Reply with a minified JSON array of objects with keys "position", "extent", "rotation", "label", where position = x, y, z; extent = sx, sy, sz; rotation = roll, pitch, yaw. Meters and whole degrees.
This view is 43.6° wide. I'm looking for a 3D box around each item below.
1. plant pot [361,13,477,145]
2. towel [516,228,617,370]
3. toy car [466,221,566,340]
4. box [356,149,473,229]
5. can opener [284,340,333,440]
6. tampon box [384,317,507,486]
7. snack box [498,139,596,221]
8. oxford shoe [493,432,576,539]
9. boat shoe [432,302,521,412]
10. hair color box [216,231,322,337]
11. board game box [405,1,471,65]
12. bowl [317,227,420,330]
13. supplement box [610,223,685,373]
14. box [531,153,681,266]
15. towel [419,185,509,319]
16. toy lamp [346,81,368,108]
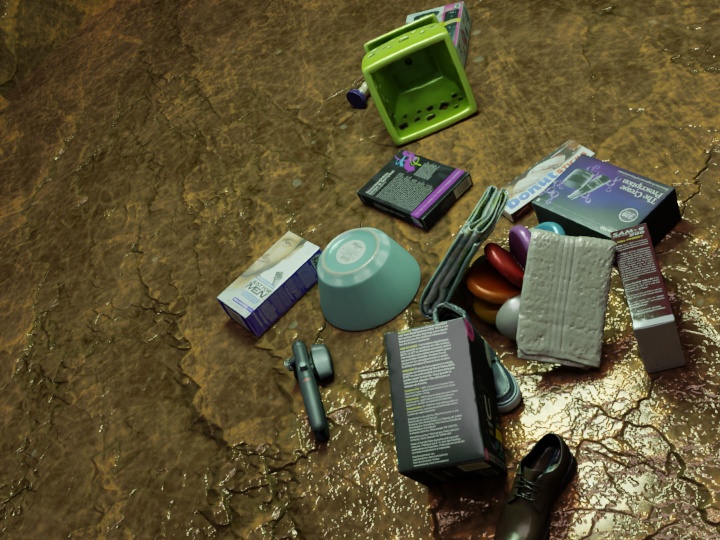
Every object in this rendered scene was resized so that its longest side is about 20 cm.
[{"position":[0.118,-0.422,1.934],"extent":[0.198,0.201,0.182],"rotation":[-22,35,9],"label":"plant pot"},{"position":[0.309,0.045,1.361],"extent":[0.131,0.034,0.202],"rotation":[9,91,9],"label":"towel"},{"position":[0.262,-0.003,1.450],"extent":[0.199,0.150,0.175],"rotation":[-29,40,0],"label":"toy car"},{"position":[0.106,-0.165,1.795],"extent":[0.143,0.036,0.199],"rotation":[-44,44,-18],"label":"box"},{"position":[-0.083,0.195,1.512],"extent":[0.078,0.064,0.201],"rotation":[-21,41,8],"label":"can opener"},{"position":[0.123,0.191,1.284],"extent":[0.125,0.150,0.202],"rotation":[-12,67,17],"label":"tampon box"},{"position":[0.339,-0.168,1.672],"extent":[0.199,0.024,0.072],"rotation":[-36,42,-8],"label":"snack box"},{"position":[0.223,0.304,1.210],"extent":[0.072,0.085,0.201],"rotation":[9,55,34],"label":"oxford shoe"},{"position":[0.174,0.134,1.405],"extent":[0.071,0.091,0.200],"rotation":[-34,41,-6],"label":"boat shoe"},{"position":[-0.167,0.023,1.738],"extent":[0.200,0.065,0.109],"rotation":[-43,42,-18],"label":"hair color box"},{"position":[0.176,-0.539,2.118],"extent":[0.146,0.064,0.201],"rotation":[-9,45,22],"label":"board game box"},{"position":[0.000,0.000,1.633],"extent":[0.199,0.105,0.202],"rotation":[-16,43,15],"label":"bowl"},{"position":[0.428,0.039,1.344],"extent":[0.060,0.109,0.201],"rotation":[-16,43,16],"label":"supplement box"},{"position":[0.414,-0.102,1.523],"extent":[0.141,0.079,0.200],"rotation":[-44,43,-13],"label":"box"},{"position":[0.173,-0.032,1.498],"extent":[0.048,0.201,0.171],"rotation":[32,41,5],"label":"towel"},{"position":[0.038,-0.468,2.131],"extent":[0.058,0.058,0.200],"rotation":[13,58,38],"label":"toy lamp"}]
